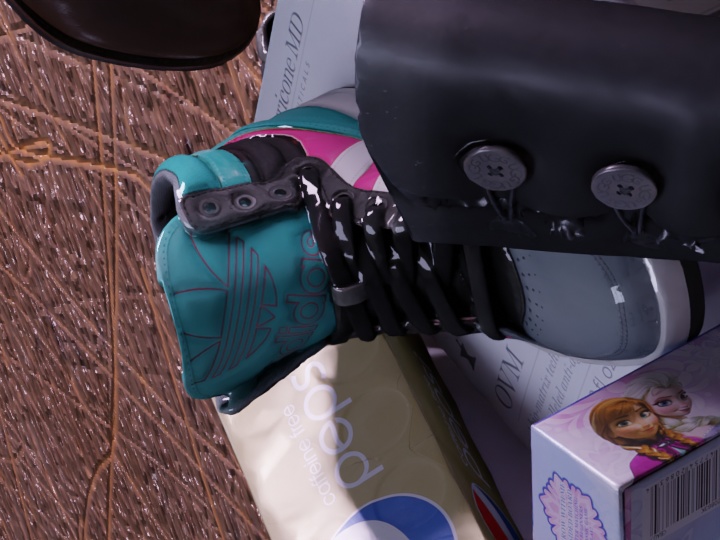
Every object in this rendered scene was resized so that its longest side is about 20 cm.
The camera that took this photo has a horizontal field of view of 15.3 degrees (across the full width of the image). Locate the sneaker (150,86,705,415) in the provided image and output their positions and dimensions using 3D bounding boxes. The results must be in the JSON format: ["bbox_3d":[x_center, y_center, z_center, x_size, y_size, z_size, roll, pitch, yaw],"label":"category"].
[{"bbox_3d":[0.000,0.000,0.817,0.200,0.120,0.084,19,129,51],"label":"sneaker"}]

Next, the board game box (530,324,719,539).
[{"bbox_3d":[0.140,0.094,0.831,0.041,0.199,0.200,35,139,42],"label":"board game box"}]

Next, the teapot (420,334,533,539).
[{"bbox_3d":[0.071,0.095,1.006,0.146,0.198,0.200,-29,112,26],"label":"teapot"}]

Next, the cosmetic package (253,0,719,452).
[{"bbox_3d":[0.076,-0.068,0.890,0.200,0.123,0.200,50,148,27],"label":"cosmetic package"}]

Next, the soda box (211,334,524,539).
[{"bbox_3d":[0.011,0.085,0.892,0.064,0.068,0.200,47,-167,-48],"label":"soda box"}]

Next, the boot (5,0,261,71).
[{"bbox_3d":[-0.059,-0.121,0.868,0.200,0.186,0.065,-4,69,53],"label":"boot"}]

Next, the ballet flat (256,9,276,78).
[{"bbox_3d":[-0.008,-0.041,1.049,0.057,0.066,0.200,46,-172,-30],"label":"ballet flat"}]

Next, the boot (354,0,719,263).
[{"bbox_3d":[0.094,-0.057,0.689,0.199,0.066,0.165,12,140,20],"label":"boot"}]
